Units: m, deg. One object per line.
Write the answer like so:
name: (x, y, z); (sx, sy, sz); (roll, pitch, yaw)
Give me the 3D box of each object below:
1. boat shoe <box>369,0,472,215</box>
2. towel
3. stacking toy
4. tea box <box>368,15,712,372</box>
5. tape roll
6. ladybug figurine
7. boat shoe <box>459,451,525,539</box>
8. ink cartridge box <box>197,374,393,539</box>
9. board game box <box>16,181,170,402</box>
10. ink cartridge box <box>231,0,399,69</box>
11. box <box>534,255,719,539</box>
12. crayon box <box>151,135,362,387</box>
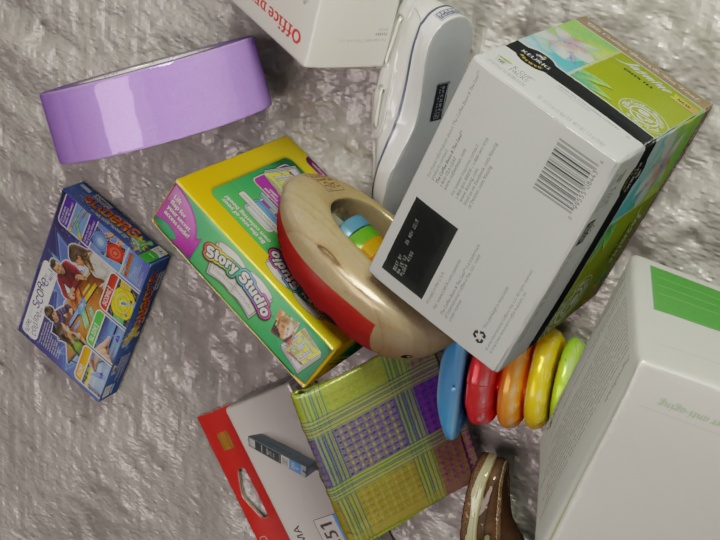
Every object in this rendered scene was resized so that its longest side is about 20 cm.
boat shoe: (0.042, -0.139, 1.159); (0.065, 0.073, 0.202); (40, 125, 36)
towel: (0.026, 0.153, 1.209); (0.023, 0.143, 0.201); (52, 166, 53)
stacking toy: (0.173, 0.095, 1.146); (0.198, 0.110, 0.117); (12, 114, 17)
tea box: (0.138, -0.064, 1.035); (0.133, 0.196, 0.201); (38, 125, 16)
tape roll: (-0.182, -0.154, 1.212); (0.198, 0.200, 0.066); (-7, 105, 35)
ladybug figurine: (0.000, 0.000, 1.114); (0.200, 0.135, 0.072); (47, 119, 21)
boat shoe: (0.133, 0.260, 1.252); (0.074, 0.075, 0.204); (9, 120, 15)
ink cartridge box: (-0.080, 0.222, 1.388); (0.175, 0.045, 0.202); (-25, 93, 36)
board game box: (-0.291, 0.025, 1.456); (0.135, 0.034, 0.201); (39, 125, 16)
ink cartridge box: (-0.026, -0.284, 1.101); (0.147, 0.082, 0.202); (46, 131, 42)
box: (0.255, 0.134, 1.011); (0.197, 0.172, 0.202); (20, 119, -1)
crayon box: (-0.058, -0.014, 1.200); (0.200, 0.172, 0.058); (46, 126, 10)
